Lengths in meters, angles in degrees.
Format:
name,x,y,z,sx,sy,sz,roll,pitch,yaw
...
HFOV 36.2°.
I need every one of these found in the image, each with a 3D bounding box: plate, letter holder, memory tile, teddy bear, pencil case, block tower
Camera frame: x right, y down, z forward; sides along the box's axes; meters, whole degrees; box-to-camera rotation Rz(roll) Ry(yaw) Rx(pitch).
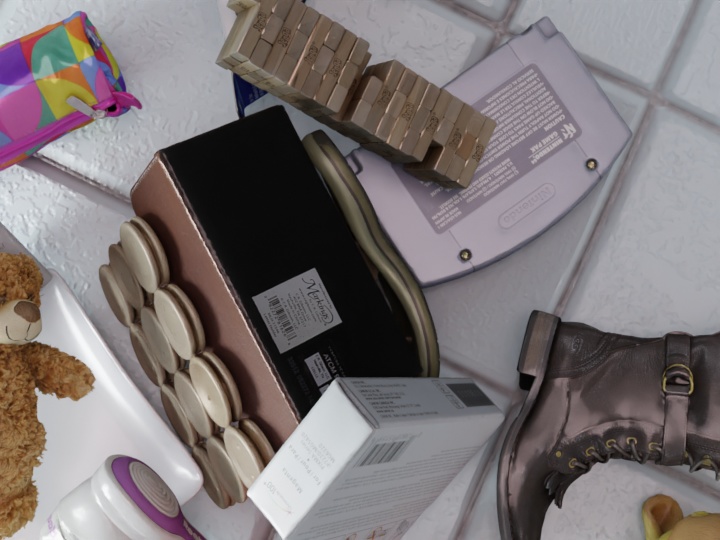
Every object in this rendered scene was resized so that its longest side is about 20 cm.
name,x,y,z,sx,sy,sz,roll,pitch,yaw
plate,-0.245,0.137,0.805,0.199,0.032,0.201,-38,85,-5
letter holder,-0.072,0.018,0.751,0.100,0.142,0.202,-26,86,-33
memory tile,-0.122,0.068,0.759,0.017,0.153,0.202,-26,84,-26
teddy bear,-0.247,0.089,0.732,0.144,0.066,0.203,25,85,-39
pencil case,-0.265,-0.117,0.807,0.198,0.088,0.089,-25,84,0
block tower,-0.005,-0.124,0.754,0.198,0.054,0.058,29,83,-23

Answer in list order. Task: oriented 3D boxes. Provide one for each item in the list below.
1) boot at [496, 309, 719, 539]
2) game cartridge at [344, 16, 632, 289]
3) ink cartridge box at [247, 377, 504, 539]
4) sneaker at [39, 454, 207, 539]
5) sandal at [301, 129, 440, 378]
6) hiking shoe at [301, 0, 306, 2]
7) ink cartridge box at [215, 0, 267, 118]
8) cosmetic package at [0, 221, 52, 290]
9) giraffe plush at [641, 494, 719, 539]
name,x,y,z,sx,sy,sz,roll,pitch,yaw
boot,0.189,0.123,0.774,0.171,0.069,0.203,10,82,14
game cartridge,0.097,-0.082,0.829,0.199,0.042,0.134,-34,89,-4
ink cartridge box,-0.006,0.147,0.714,0.044,0.199,0.174,45,107,24
sneaker,-0.139,0.223,0.769,0.099,0.075,0.201,-35,103,7
sandal,-0.001,-0.001,0.786,0.057,0.080,0.203,-29,98,-5
hiking shoe,0.030,-0.272,0.838,0.197,0.076,0.102,-18,92,7
ink cartridge box,-0.090,-0.204,0.809,0.039,0.099,0.203,-11,85,-3
cosmetic package,-0.312,-0.032,0.734,0.102,0.201,0.071,-48,43,-16
giraffe plush,0.268,0.216,0.757,0.160,0.173,0.203,13,118,11
